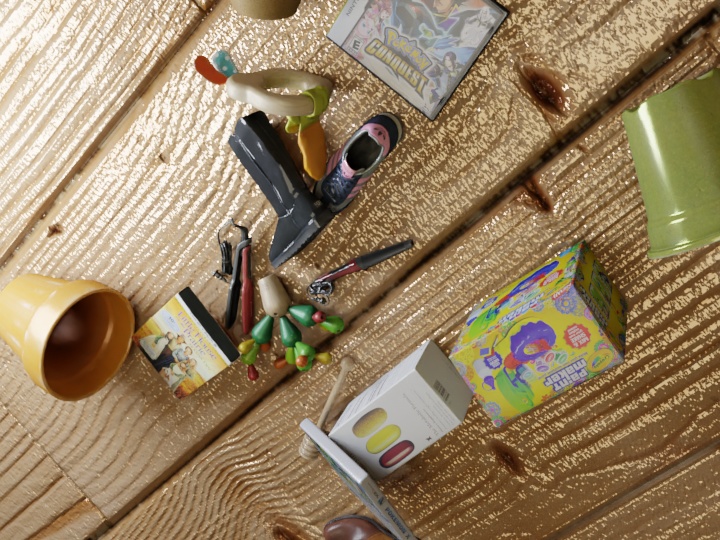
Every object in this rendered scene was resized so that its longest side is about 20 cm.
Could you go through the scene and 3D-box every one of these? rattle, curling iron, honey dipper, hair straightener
[{"bbox_3d":[-0.142,-0.231,1.246,0.196,0.132,0.144,6,139,2],"label":"rattle"},{"bbox_3d":[0.000,0.000,1.327,0.198,0.025,0.050,-27,62,22],"label":"curling iron"},{"bbox_3d":[-0.055,0.229,1.430,0.038,0.038,0.202,25,112,8],"label":"honey dipper"},{"bbox_3d":[-0.215,0.007,1.396,0.076,0.041,0.203,10,117,16],"label":"hair straightener"}]

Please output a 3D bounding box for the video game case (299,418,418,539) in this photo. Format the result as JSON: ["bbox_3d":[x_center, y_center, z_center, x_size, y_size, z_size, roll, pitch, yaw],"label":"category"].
[{"bbox_3d":[-0.003,0.337,1.352,0.022,0.199,0.183,-41,123,-13],"label":"video game case"}]

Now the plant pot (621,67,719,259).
[{"bbox_3d":[0.420,-0.139,1.056,0.198,0.200,0.187,-22,90,25],"label":"plant pot"}]

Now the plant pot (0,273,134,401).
[{"bbox_3d":[-0.525,0.095,1.469,0.181,0.199,0.203,22,116,28],"label":"plant pot"}]

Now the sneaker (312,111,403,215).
[{"bbox_3d":[-0.020,-0.148,1.250,0.070,0.082,0.201,40,121,1],"label":"sneaker"}]

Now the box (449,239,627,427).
[{"bbox_3d":[0.252,0.084,1.180,0.199,0.193,0.123,-34,96,26],"label":"box"}]

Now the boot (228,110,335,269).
[{"bbox_3d":[-0.142,-0.122,1.310,0.201,0.065,0.165,52,133,2],"label":"boot"}]

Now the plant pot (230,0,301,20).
[{"bbox_3d":[-0.126,-0.449,1.139,0.183,0.187,0.203,16,127,13],"label":"plant pot"}]

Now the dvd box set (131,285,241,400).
[{"bbox_3d":[-0.299,0.128,1.444,0.147,0.029,0.199,53,135,-3],"label":"dvd box set"}]

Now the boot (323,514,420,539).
[{"bbox_3d":[-0.001,0.505,1.416,0.185,0.200,0.070,18,115,12],"label":"boot"}]

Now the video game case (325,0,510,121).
[{"bbox_3d":[0.075,-0.341,1.180,0.199,0.026,0.182,38,116,3],"label":"video game case"}]

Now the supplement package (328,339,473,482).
[{"bbox_3d":[0.065,0.225,1.342,0.114,0.110,0.200,47,117,-2],"label":"supplement package"}]

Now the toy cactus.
[{"bbox_3d":[-0.128,0.091,1.379,0.198,0.102,0.167,-21,93,33],"label":"toy cactus"}]
